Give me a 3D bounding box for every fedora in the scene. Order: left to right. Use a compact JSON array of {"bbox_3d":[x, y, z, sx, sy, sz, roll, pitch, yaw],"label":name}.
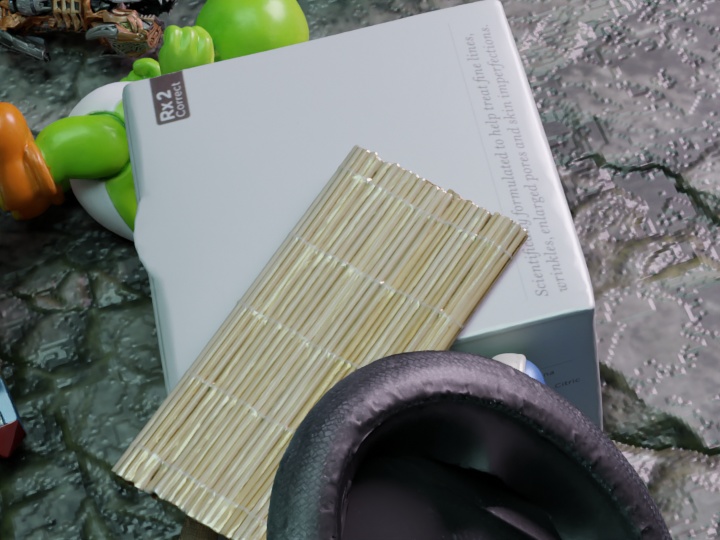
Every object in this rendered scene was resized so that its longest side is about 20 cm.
[{"bbox_3d":[0.035,0.134,0.874,0.200,0.092,0.202,12,65,-28],"label":"fedora"}]

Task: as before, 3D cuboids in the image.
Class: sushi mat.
[{"bbox_3d":[-0.015,0.033,0.957,0.095,0.012,0.200,24,63,24],"label":"sushi mat"}]

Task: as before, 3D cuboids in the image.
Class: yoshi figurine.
[{"bbox_3d":[-0.105,-0.097,1.172,0.199,0.112,0.113,-15,47,-5],"label":"yoshi figurine"}]

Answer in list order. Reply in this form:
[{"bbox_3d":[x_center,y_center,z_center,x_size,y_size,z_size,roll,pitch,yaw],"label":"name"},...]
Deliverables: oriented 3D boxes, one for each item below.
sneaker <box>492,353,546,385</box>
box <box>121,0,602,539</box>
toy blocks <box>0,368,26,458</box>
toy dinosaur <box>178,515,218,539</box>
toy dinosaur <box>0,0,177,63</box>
[{"bbox_3d":[0.108,0.134,0.954,0.110,0.077,0.201,-4,82,4],"label":"sneaker"},{"bbox_3d":[0.000,0.000,1.067,0.199,0.131,0.200,-13,54,0],"label":"box"},{"bbox_3d":[-0.249,0.075,1.085,0.199,0.100,0.137,-23,70,-7],"label":"toy blocks"},{"bbox_3d":[-0.083,0.166,0.973,0.100,0.058,0.201,-4,87,-18],"label":"toy dinosaur"},{"bbox_3d":[-0.189,-0.194,1.267,0.199,0.102,0.136,30,79,3],"label":"toy dinosaur"}]
